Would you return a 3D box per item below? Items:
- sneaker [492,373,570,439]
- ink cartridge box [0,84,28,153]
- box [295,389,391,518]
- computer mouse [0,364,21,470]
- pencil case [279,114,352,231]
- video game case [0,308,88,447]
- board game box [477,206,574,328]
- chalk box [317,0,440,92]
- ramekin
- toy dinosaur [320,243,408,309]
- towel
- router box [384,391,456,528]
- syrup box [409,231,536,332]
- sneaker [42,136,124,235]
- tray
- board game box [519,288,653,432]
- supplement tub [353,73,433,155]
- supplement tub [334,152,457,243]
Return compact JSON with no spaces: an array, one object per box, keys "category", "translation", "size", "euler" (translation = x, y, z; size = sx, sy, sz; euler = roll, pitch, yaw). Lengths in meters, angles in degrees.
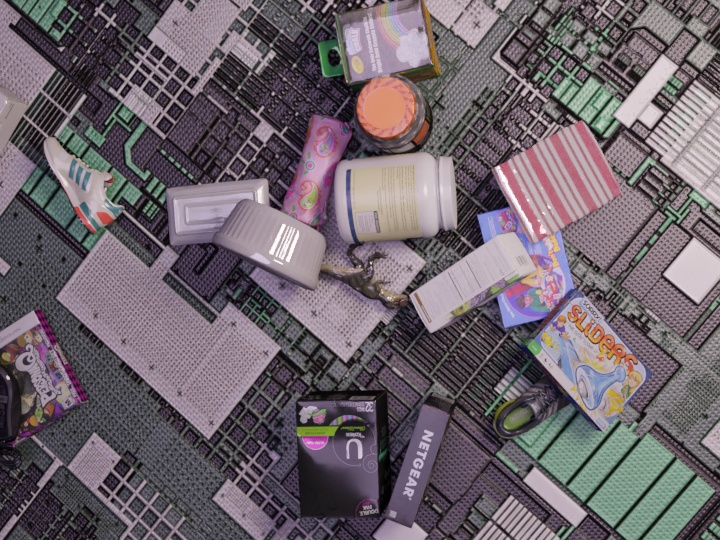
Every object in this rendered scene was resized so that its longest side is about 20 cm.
[{"category":"sneaker","translation":[0.312,0.225,1.698],"size":[0.199,0.081,0.074],"euler":[-41,85,7]},{"category":"ink cartridge box","translation":[-0.753,-0.310,1.878],"size":[0.199,0.084,0.147],"euler":[35,97,8]},{"category":"box","translation":[-0.028,0.318,1.739],"size":[0.146,0.124,0.204],"euler":[-2,91,11]},{"category":"computer mouse","translation":[-0.680,0.261,1.860],"size":[0.136,0.053,0.203],"euler":[12,106,13]},{"category":"pencil case","translation":[-0.077,-0.173,1.759],"size":[0.086,0.087,0.203],"euler":[18,94,9]},{"category":"video game case","translation":[-0.637,0.205,1.890],"size":[0.180,0.036,0.202],"euler":[-30,86,11]},{"category":"board game box","translation":[0.289,-0.015,1.717],"size":[0.132,0.045,0.203],"euler":[-13,89,10]},{"category":"chalk box","translation":[0.028,-0.382,1.720],"size":[0.197,0.124,0.127],"euler":[-10,90,11]},{"category":"ramekin","translation":[-0.150,-0.048,1.723],"size":[0.200,0.202,0.095],"euler":[25,86,9]},{"category":"toy dinosaur","translation":[0.000,0.000,1.771],"size":[0.198,0.047,0.089],"euler":[23,101,12]},{"category":"towel","translation":[0.332,-0.149,1.681],"size":[0.198,0.030,0.148],"euler":[-28,87,-14]},{"category":"router box","translation":[0.105,0.319,1.699],"size":[0.052,0.157,0.203],"euler":[19,93,9]},{"category":"syrup box","translation":[0.188,0.021,1.684],"size":[0.199,0.078,0.082],"euler":[-36,78,29]},{"category":"sneaker","translation":[-0.513,-0.171,1.855],"size":[0.093,0.070,0.202],"euler":[-30,84,-9]},{"category":"tray","translation":[-0.263,-0.107,1.826],"size":[0.197,0.022,0.109],"euler":[-5,91,10]},{"category":"board game box","translation":[0.379,0.150,1.665],"size":[0.135,0.034,0.200],"euler":[-46,99,-11]},{"category":"supplement tub","translation":[0.056,-0.261,1.676],"size":[0.120,0.200,0.125],"euler":[0,90,10]},{"category":"supplement tub","translation":[0.062,-0.125,1.706],"size":[0.197,0.145,0.148],"euler":[-4,90,10]}]
